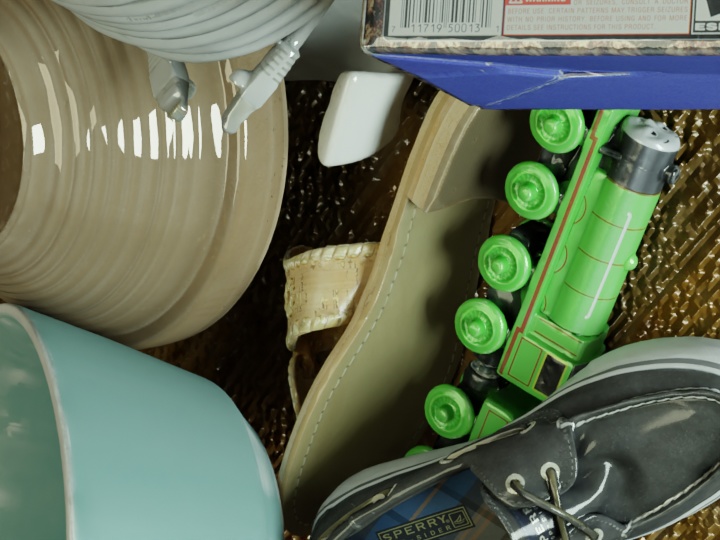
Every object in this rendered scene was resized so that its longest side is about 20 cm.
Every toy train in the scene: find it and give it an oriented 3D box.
[{"bbox_3d":[0.069,0.018,0.802,0.056,0.042,0.201,32,120,22],"label":"toy train"}]

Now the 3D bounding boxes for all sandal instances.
[{"bbox_3d":[0.004,0.000,0.839,0.070,0.077,0.212,40,116,35],"label":"sandal"}]

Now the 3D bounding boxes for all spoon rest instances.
[{"bbox_3d":[-0.039,-0.107,0.871,0.200,0.060,0.100,46,127,42],"label":"spoon rest"}]

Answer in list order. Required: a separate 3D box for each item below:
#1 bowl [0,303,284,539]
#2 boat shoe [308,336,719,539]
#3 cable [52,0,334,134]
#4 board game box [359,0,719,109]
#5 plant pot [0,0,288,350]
[{"bbox_3d":[-0.099,0.115,0.842,0.201,0.105,0.202,-10,79,64],"label":"bowl"},{"bbox_3d":[0.060,0.085,0.773,0.199,0.066,0.070,-20,105,26],"label":"boat shoe"},{"bbox_3d":[-0.054,-0.176,0.736,0.200,0.069,0.200,-49,54,20],"label":"cable"},{"bbox_3d":[0.096,-0.154,0.632,0.159,0.097,0.201,3,86,23],"label":"board game box"},{"bbox_3d":[-0.129,-0.060,0.845,0.200,0.092,0.202,12,108,41],"label":"plant pot"}]
